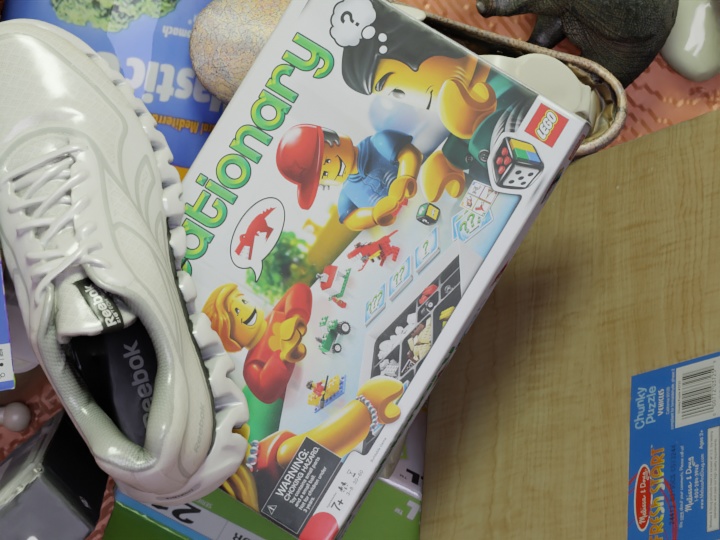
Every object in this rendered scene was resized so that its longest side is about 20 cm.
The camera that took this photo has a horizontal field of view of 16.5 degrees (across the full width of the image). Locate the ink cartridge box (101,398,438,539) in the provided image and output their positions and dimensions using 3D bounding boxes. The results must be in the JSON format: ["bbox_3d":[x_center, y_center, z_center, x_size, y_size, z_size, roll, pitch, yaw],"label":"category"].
[{"bbox_3d":[-0.026,0.103,1.050,0.148,0.200,0.076,28,111,-6],"label":"ink cartridge box"}]

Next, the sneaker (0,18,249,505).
[{"bbox_3d":[-0.103,-0.007,0.945,0.075,0.081,0.200,-26,82,10],"label":"sneaker"}]

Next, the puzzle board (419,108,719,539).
[{"bbox_3d":[0.092,0.040,1.020,0.017,0.151,0.200,36,47,-41],"label":"puzzle board"}]

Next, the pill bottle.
[{"bbox_3d":[-0.107,-0.059,1.079,0.112,0.112,0.200,9,94,-5],"label":"pill bottle"}]

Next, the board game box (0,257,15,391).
[{"bbox_3d":[-0.197,-0.025,1.012,0.045,0.200,0.135,-8,98,-24],"label":"board game box"}]

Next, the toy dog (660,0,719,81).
[{"bbox_3d":[0.232,-0.140,1.055,0.139,0.200,0.194,23,93,-7],"label":"toy dog"}]

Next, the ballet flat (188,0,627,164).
[{"bbox_3d":[0.028,-0.085,1.045,0.200,0.067,0.068,8,83,-29],"label":"ballet flat"}]

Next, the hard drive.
[{"bbox_3d":[-0.167,0.126,1.046,0.140,0.200,0.038,-43,95,1],"label":"hard drive"}]

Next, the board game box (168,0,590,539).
[{"bbox_3d":[-0.014,-0.005,0.987,0.126,0.035,0.200,31,93,8],"label":"board game box"}]

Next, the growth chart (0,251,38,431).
[{"bbox_3d":[-0.215,-0.022,1.121,0.145,0.018,0.200,-4,96,-5],"label":"growth chart"}]

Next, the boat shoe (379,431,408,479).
[{"bbox_3d":[0.000,0.000,1.073,0.060,0.074,0.200,6,55,1],"label":"boat shoe"}]

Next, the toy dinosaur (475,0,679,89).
[{"bbox_3d":[0.101,-0.139,1.107,0.102,0.077,0.200,-10,92,10],"label":"toy dinosaur"}]
